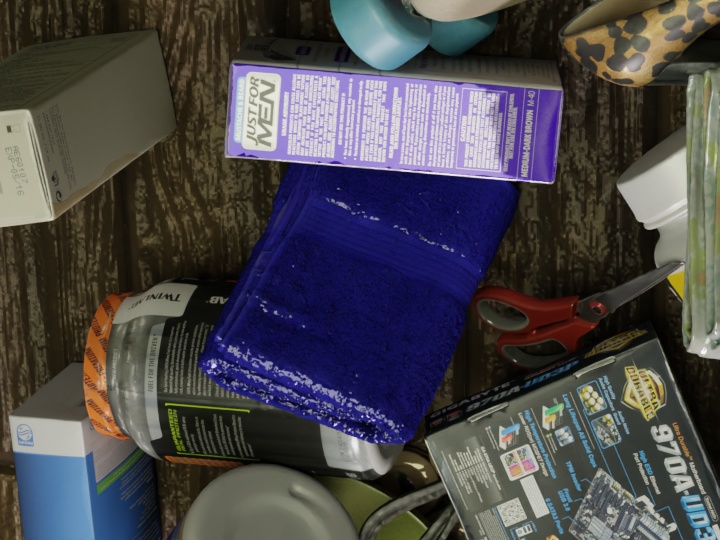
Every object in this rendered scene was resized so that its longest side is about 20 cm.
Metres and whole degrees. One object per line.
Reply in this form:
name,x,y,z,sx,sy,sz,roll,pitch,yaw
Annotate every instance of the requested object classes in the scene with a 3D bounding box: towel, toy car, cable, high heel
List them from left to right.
towel,0.000,0.000,1.555,0.147,0.201,0.050,18,152,12
toy car,0.052,-0.252,1.464,0.184,0.177,0.201,-34,83,29
cable,0.087,0.130,1.598,0.199,0.050,0.098,-18,96,-8
high heel,0.195,-0.196,1.463,0.141,0.072,0.201,5,119,-1
towel,0.275,-0.026,1.435,0.198,0.048,0.173,6,81,-21

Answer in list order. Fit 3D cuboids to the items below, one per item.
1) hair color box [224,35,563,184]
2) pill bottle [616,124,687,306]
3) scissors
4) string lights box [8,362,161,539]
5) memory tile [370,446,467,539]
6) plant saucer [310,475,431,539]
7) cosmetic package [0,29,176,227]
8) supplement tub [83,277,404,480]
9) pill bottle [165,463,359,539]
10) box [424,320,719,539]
hair color box,0.021,-0.099,1.523,0.198,0.109,0.065,6,103,1
pill bottle,0.248,0.002,1.505,0.114,0.114,0.201,-34,95,26
scissors,0.146,0.028,1.552,0.199,0.014,0.073,-11,124,49
string lights box,-0.183,0.176,1.722,0.058,0.103,0.202,3,109,20
memory tile,0.080,0.173,1.678,0.199,0.017,0.154,-33,95,26
plant saucer,-0.004,0.214,1.695,0.199,0.031,0.201,15,123,24
cosmetic package,-0.203,-0.090,1.583,0.103,0.200,0.074,-5,106,22
supplement tub,-0.072,0.068,1.635,0.198,0.123,0.124,4,110,17
pill bottle,-0.085,0.219,1.641,0.119,0.120,0.200,39,144,3
box,0.148,0.154,1.563,0.158,0.046,0.201,-23,101,6
